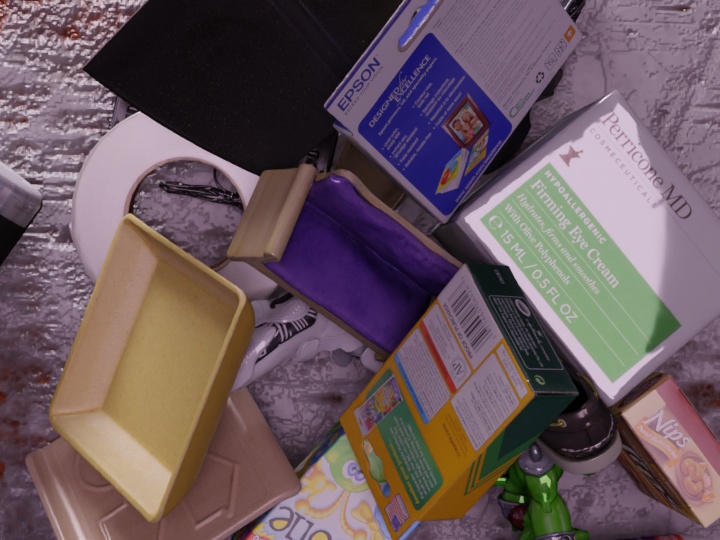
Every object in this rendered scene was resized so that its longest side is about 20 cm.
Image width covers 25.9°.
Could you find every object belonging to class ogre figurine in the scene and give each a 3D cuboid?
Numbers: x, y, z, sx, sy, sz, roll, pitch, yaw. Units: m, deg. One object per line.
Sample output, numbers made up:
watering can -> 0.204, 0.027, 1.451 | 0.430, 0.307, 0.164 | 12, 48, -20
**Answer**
ogre figurine -> 0.148, 0.186, 1.306 | 0.098, 0.200, 0.120 | -6, 98, 21

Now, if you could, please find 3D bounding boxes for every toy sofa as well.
toy sofa -> 0.000, 0.000, 1.256 | 0.200, 0.098, 0.083 | 37, 68, -37

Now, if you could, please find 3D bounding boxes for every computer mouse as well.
computer mouse -> 0.145, -0.175, 1.395 | 0.059, 0.034, 0.200 | 28, 88, -2

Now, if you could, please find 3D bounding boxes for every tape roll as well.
tape roll -> -0.151, -0.048, 1.362 | 0.202, 0.037, 0.203 | 0, 100, -1

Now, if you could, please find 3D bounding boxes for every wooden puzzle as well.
wooden puzzle -> -0.168, 0.178, 1.339 | 0.200, 0.046, 0.185 | -30, 50, -5

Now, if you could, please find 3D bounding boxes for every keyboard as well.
keyboard -> -0.123, -0.114, 1.388 | 0.200, 0.021, 0.127 | 14, 89, -2

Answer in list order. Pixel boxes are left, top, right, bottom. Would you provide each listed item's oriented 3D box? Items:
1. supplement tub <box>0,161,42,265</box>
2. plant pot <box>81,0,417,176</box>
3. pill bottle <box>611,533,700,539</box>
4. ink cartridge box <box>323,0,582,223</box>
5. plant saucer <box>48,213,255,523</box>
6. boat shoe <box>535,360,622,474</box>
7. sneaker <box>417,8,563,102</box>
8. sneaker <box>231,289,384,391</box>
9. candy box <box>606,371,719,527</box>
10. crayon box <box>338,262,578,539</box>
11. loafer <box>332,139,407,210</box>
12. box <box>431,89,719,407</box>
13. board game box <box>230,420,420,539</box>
supplement tub -> -0.372, -0.015, 1.324 | 0.122, 0.123, 0.200 | 35, 88, -3
plant pot -> -0.069, -0.197, 1.278 | 0.177, 0.200, 0.199 | 45, 129, -12
pill bottle -> 0.205, 0.293, 1.365 | 0.200, 0.112, 0.113 | -4, 91, -3
ink cartridge box -> 0.068, -0.163, 1.214 | 0.047, 0.200, 0.198 | 35, 87, 41
plant saucer -> -0.165, 0.079, 1.294 | 0.048, 0.200, 0.200 | 14, 102, -42
boat shoe -> 0.131, 0.090, 1.250 | 0.072, 0.201, 0.061 | -35, 124, -18
sneaker -> 0.106, -0.229, 1.338 | 0.111, 0.077, 0.200 | -22, 100, 1
sneaker -> -0.036, 0.060, 1.337 | 0.200, 0.075, 0.115 | -44, 118, -25
candy box -> 0.250, 0.142, 1.322 | 0.055, 0.200, 0.115 | -37, 92, -3
crayon box -> 0.071, 0.106, 1.221 | 0.052, 0.200, 0.126 | 4, 48, -38
loafer -> 0.024, -0.109, 1.332 | 0.076, 0.067, 0.200 | 38, 124, 8
box -> 0.192, -0.016, 1.317 | 0.171, 0.200, 0.199 | -39, 91, -4
board game box -> -0.010, 0.200, 1.355 | 0.103, 0.105, 0.200 | 43, 87, -2
